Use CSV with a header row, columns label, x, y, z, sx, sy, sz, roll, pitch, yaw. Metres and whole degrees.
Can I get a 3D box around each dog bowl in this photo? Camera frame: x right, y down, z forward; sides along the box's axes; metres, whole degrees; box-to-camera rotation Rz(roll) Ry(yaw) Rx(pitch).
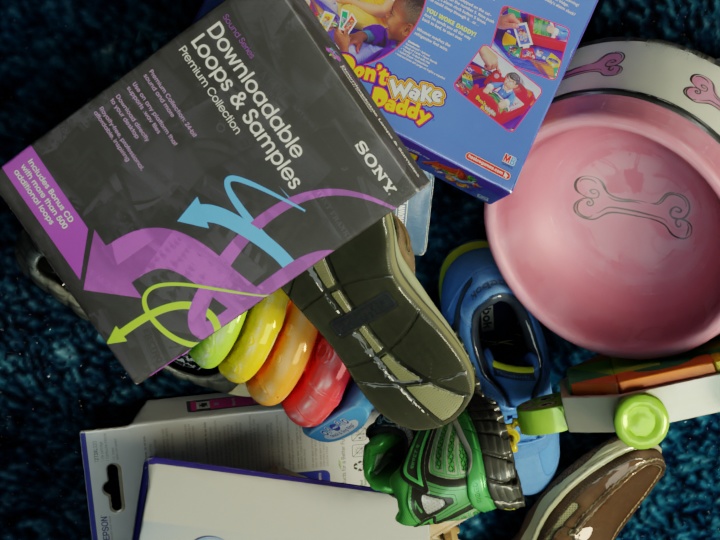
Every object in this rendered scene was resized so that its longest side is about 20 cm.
label,x,y,z,sx,sy,sz,roll,pitch,yaw
dog bowl,0.163,-0.034,1.064,0.200,0.074,0.201,16,127,21

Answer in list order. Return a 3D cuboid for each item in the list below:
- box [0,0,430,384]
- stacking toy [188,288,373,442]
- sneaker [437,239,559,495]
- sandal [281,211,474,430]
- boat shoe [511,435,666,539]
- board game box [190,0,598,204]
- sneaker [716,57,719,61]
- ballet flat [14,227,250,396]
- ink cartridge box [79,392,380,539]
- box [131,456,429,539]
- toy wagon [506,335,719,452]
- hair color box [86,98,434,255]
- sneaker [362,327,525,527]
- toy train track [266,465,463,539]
label,x,y,z,sx,sy,sz,roll,pitch,yaw
box,-0.083,-0.049,0.954,0.200,0.036,0.143,-34,94,16
stacking toy,-0.081,0.022,1.068,0.199,0.110,0.116,20,155,-18
sneaker,0.096,0.079,1.166,0.066,0.078,0.201,-16,120,-3
sandal,0.000,0.001,1.006,0.080,0.057,0.201,-21,112,17
boat shoe,0.147,0.201,1.227,0.075,0.075,0.202,16,122,-47
board game box,0.020,-0.144,0.999,0.200,0.045,0.135,27,79,-7
sneaker,0.211,-0.036,1.122,0.080,0.083,0.201,10,116,-14
ballet flat,-0.132,0.032,1.113,0.200,0.057,0.067,30,109,-22
ink cartridge box,-0.084,0.129,1.183,0.199,0.037,0.095,-7,119,-9
box,-0.060,0.218,1.132,0.183,0.105,0.200,8,147,-6
toy wagon,0.178,0.073,1.086,0.199,0.155,0.040,-12,95,6
hair color box,-0.064,-0.056,1.056,0.199,0.100,0.061,1,118,-9
sneaker,0.036,0.092,1.092,0.085,0.200,0.078,-14,109,-4
toy train track,0.008,0.178,1.190,0.115,0.033,0.200,-35,136,29
